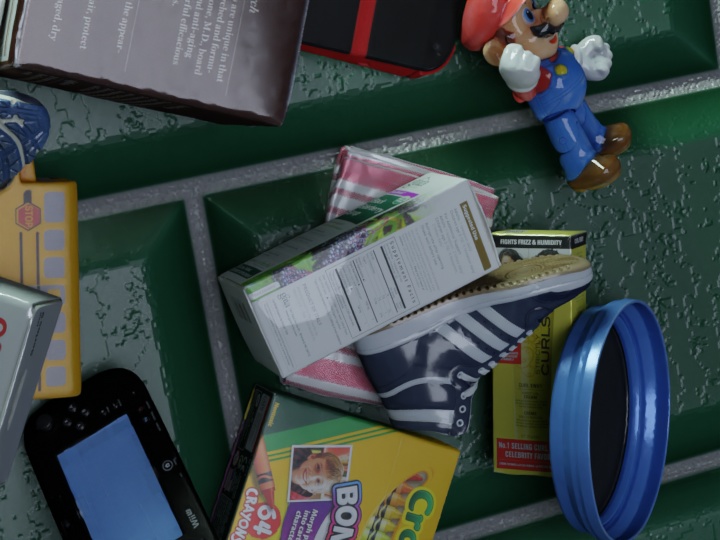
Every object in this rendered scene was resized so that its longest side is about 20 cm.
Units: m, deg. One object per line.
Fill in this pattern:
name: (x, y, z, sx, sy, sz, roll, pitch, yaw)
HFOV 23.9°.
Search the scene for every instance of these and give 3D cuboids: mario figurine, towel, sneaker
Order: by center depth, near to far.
sneaker: (-0.313, -0.104, 1.197, 0.198, 0.086, 0.077, -8, 129, 7)
sneaker: (0.100, 0.063, 1.362, 0.199, 0.070, 0.109, -18, 101, 3)
mario figurine: (0.162, -0.166, 1.382, 0.106, 0.123, 0.200, -37, 111, 0)
towel: (0.024, 0.011, 1.395, 0.145, 0.030, 0.202, 14, 93, -21)

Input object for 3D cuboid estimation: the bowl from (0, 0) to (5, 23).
bowl: (-0.343, -0.230, 1.190, 0.198, 0.075, 0.202, 6, 86, -10)

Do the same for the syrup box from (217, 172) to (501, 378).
syrup box: (0.000, 0.000, 1.326, 0.199, 0.079, 0.082, -27, 106, -14)

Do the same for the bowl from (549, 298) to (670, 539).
bowl: (0.207, 0.123, 1.408, 0.200, 0.039, 0.202, -8, 99, -61)

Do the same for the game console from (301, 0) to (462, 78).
game console: (0.013, -0.263, 1.346, 0.176, 0.031, 0.202, 10, 91, -30)

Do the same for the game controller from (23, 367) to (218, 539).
game controller: (-0.176, 0.168, 1.261, 0.104, 0.201, 0.042, -34, 151, 7)

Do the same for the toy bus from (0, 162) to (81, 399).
toy bus: (-0.251, -0.008, 1.267, 0.078, 0.065, 0.202, -2, 96, -20)

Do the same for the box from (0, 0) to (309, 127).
box: (-0.154, -0.204, 1.231, 0.199, 0.166, 0.166, 10, 91, -22)

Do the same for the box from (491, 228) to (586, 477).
box: (0.148, 0.067, 1.415, 0.075, 0.050, 0.202, 3, 98, 23)

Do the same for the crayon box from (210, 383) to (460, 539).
crayon box: (-0.032, 0.213, 1.374, 0.171, 0.058, 0.201, 19, 88, -21)

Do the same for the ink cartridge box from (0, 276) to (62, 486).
ink cartridge box: (-0.327, 0.059, 1.191, 0.199, 0.084, 0.147, 19, 94, 4)
